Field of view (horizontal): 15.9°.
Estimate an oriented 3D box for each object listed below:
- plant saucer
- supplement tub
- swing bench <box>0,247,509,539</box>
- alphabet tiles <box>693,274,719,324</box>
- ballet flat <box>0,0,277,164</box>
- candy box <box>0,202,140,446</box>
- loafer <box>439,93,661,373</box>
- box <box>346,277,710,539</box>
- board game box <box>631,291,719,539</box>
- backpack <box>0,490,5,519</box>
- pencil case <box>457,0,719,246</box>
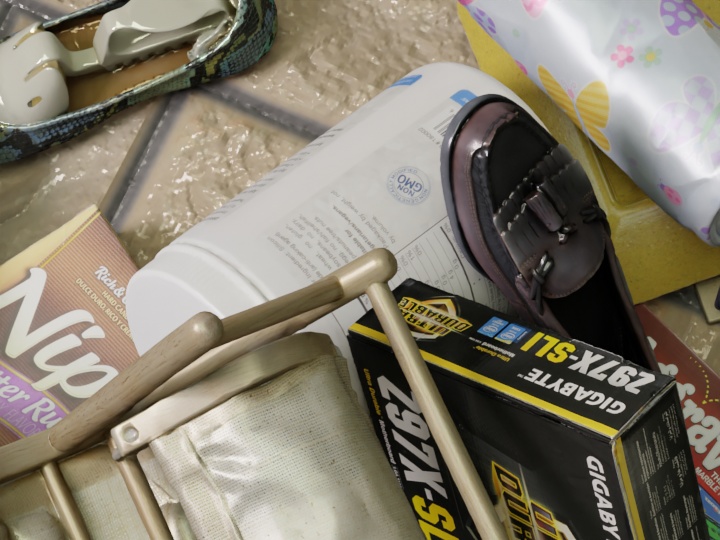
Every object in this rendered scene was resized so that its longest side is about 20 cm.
[{"bbox_3d":[0.170,-0.101,1.318,0.199,0.048,0.201,-20,68,-1],"label":"plant saucer"},{"bbox_3d":[0.000,0.000,1.246,0.200,0.132,0.132,-36,73,-25],"label":"supplement tub"},{"bbox_3d":[-0.046,0.128,1.088,0.129,0.200,0.200,-19,81,-47],"label":"swing bench"},{"bbox_3d":[0.197,-0.078,1.343,0.165,0.006,0.201,-17,73,1],"label":"alphabet tiles"},{"bbox_3d":[-0.142,-0.115,1.354,0.199,0.074,0.075,-23,73,-2],"label":"ballet flat"},{"bbox_3d":[-0.126,0.081,1.300,0.116,0.056,0.201,-33,74,-4],"label":"candy box"},{"bbox_3d":[0.099,0.001,1.201,0.063,0.201,0.072,23,59,44],"label":"loafer"},{"bbox_3d":[0.084,0.112,1.166,0.159,0.201,0.049,23,51,41],"label":"box"},{"bbox_3d":[0.158,0.106,1.253,0.103,0.019,0.200,-39,56,-8],"label":"board game box"},{"bbox_3d":[-0.242,0.131,1.222,0.162,0.200,0.169,19,71,-4],"label":"backpack"},{"bbox_3d":[0.137,-0.105,1.253,0.091,0.083,0.200,-40,70,-15],"label":"pencil case"}]
